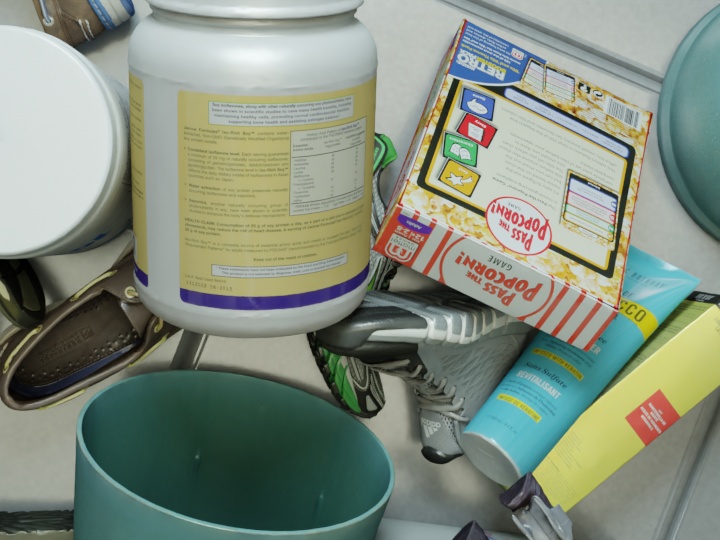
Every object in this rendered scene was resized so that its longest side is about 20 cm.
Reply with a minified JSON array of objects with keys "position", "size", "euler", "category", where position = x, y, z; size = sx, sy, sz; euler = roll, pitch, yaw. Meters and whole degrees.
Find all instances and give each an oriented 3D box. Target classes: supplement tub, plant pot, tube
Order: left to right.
[{"position":[-0.200,-0.074,0.828],"size":[0.130,0.200,0.134],"euler":[0,92,-1],"category":"supplement tub"},{"position":[-0.091,0.181,0.850],"size":[0.198,0.201,0.163],"euler":[11,109,-4],"category":"plant pot"},{"position":[-0.063,-0.077,0.781],"size":[0.144,0.146,0.202],"euler":[1,111,-4],"category":"supplement tub"},{"position":[0.145,0.057,0.900],"size":[0.077,0.051,0.200],"euler":[32,62,23],"category":"tube"},{"position":[0.315,-0.106,0.902],"size":[0.198,0.134,0.203],"euler":[0,91,-4],"category":"plant pot"}]

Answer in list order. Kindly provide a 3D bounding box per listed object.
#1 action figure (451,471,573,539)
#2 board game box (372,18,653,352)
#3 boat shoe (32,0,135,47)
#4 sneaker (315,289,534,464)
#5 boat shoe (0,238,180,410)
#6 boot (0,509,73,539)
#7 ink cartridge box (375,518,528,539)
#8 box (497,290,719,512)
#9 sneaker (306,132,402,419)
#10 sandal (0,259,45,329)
[{"position":[0.138,0.218,0.779],"size":[0.130,0.069,0.200],"euler":[-44,90,4],"category":"action figure"},{"position":[0.105,-0.062,0.869],"size":[0.150,0.046,0.201],"euler":[26,46,-4],"category":"board game box"},{"position":[-0.232,-0.241,0.890],"size":[0.072,0.072,0.201],"euler":[-32,93,-2],"category":"boat shoe"},{"position":[0.045,0.075,0.877],"size":[0.199,0.075,0.117],"euler":[-1,104,-45],"category":"sneaker"},{"position":[-0.157,0.028,0.897],"size":[0.199,0.060,0.072],"euler":[-31,114,-2],"category":"boat shoe"},{"position":[-0.249,0.268,0.905],"size":[0.180,0.073,0.203],"euler":[2,97,-2],"category":"boot"},{"position":[0.090,0.257,0.884],"size":[0.197,0.145,0.147],"euler":[6,91,-3],"category":"ink cartridge box"},{"position":[0.180,0.095,0.925],"size":[0.199,0.075,0.050],"euler":[-38,94,-4],"category":"box"},{"position":[0.000,0.000,0.908],"size":[0.084,0.078,0.203],"euler":[-5,91,-5],"category":"sneaker"},{"position":[-0.286,-0.021,0.882],"size":[0.200,0.080,0.058],"euler":[36,90,13],"category":"sandal"}]
